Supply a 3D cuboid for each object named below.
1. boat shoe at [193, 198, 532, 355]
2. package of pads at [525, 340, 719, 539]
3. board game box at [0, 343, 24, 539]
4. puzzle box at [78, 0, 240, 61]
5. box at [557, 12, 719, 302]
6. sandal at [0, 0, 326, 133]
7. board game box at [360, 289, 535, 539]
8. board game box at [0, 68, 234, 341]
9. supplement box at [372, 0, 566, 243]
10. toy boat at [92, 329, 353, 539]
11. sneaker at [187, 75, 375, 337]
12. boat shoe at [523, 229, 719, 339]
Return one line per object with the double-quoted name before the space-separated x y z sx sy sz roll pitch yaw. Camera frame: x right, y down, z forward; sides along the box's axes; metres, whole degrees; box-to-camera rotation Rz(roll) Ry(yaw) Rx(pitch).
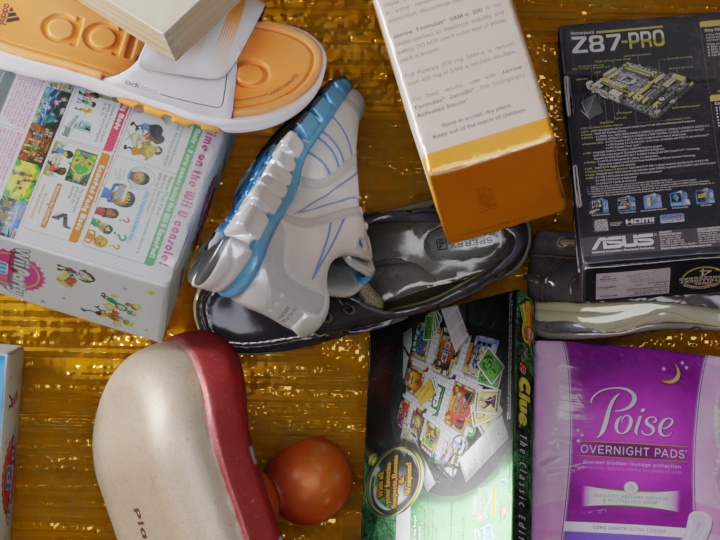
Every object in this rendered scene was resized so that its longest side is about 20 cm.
"boat shoe" 0.000 0.000 1.636 0.200 0.065 0.072 -13 91 3
"package of pads" 0.147 0.141 1.593 0.120 0.076 0.200 4 65 3
"board game box" -0.299 0.109 1.653 0.200 0.064 0.148 4 92 1
"puzzle box" -0.125 -0.205 1.587 0.200 0.025 0.133 34 70 34
"box" 0.213 -0.068 1.599 0.200 0.049 0.161 -5 62 2
"sandal" -0.120 -0.130 1.578 0.206 0.059 0.079 10 54 -3
"board game box" 0.047 0.115 1.592 0.105 0.023 0.200 -14 60 31
"board game box" -0.182 -0.061 1.604 0.200 0.064 0.148 17 56 2
"supplement box" 0.049 -0.131 1.574 0.073 0.126 0.200 -17 73 2
"toy boat" -0.064 0.128 1.629 0.131 0.130 0.200 -19 91 -28
"sneaker" -0.026 -0.029 1.589 0.087 0.200 0.075 37 129 -9
"boat shoe" 0.189 -0.002 1.624 0.200 0.074 0.073 -4 91 1
